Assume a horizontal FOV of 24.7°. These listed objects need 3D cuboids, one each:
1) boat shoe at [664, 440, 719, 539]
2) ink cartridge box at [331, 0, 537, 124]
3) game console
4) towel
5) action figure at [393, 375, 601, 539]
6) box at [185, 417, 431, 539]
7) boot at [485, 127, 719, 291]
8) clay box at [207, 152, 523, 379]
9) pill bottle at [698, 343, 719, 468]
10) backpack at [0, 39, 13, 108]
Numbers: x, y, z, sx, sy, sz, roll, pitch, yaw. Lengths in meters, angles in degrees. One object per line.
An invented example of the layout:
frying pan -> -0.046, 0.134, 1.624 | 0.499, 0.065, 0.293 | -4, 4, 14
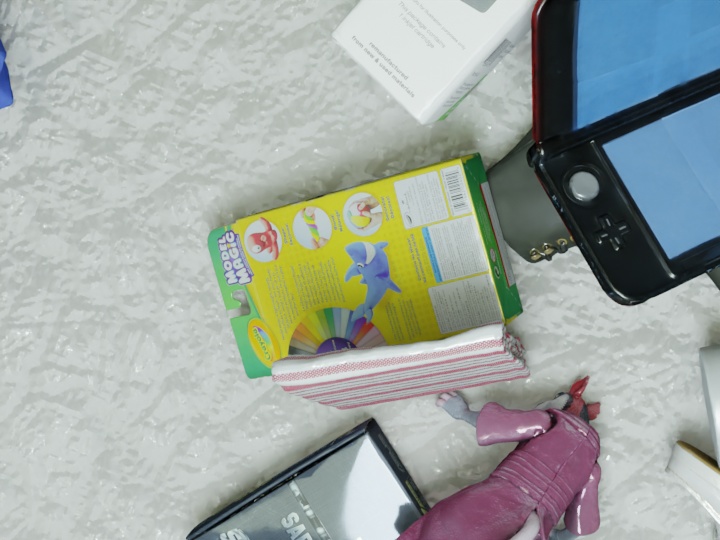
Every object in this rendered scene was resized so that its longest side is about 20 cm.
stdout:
boat shoe -> 0.271, 0.202, 1.116 | 0.200, 0.071, 0.069 | 45, 98, -1
ink cartridge box -> 0.086, -0.194, 1.054 | 0.084, 0.145, 0.200 | 44, 100, 2
game console -> 0.212, -0.102, 1.004 | 0.199, 0.119, 0.173 | -24, 75, -19
towel -> 0.031, 0.060, 1.068 | 0.146, 0.200, 0.030 | -11, 79, 9
action figure -> 0.106, 0.145, 1.093 | 0.134, 0.149, 0.200 | 39, 68, -7
box -> -0.006, 0.229, 1.167 | 0.157, 0.051, 0.200 | -32, 92, 9
boot -> 0.175, -0.024, 1.107 | 0.138, 0.077, 0.200 | -40, 77, 14
clay box -> 0.000, 0.000, 1.124 | 0.199, 0.048, 0.115 | -13, 95, 24
pill bottle -> 0.328, 0.075, 1.073 | 0.199, 0.111, 0.112 | -10, 96, 8
backpack -> -0.334, -0.177, 1.106 | 0.162, 0.168, 0.200 | -30, 60, 6
